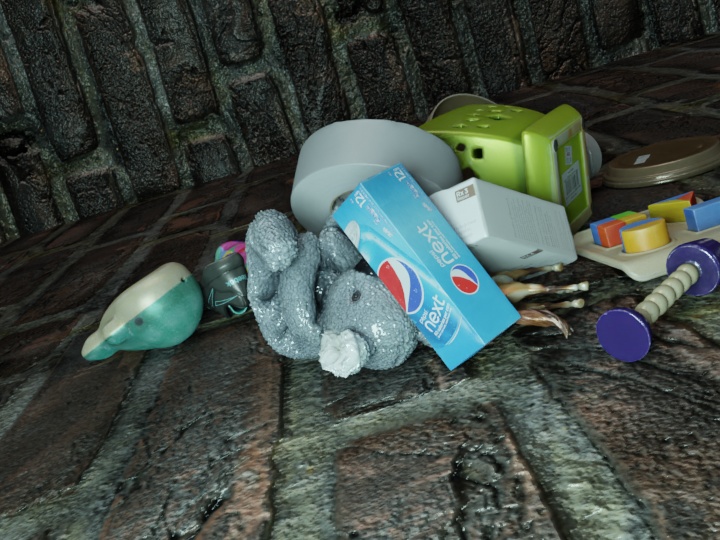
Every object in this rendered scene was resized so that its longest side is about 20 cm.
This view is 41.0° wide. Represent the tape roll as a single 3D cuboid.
[{"bbox_3d":[0.020,-0.094,1.143,0.200,0.200,0.066,-9,57,27],"label":"tape roll"}]

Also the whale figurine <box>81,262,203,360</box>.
[{"bbox_3d":[-0.302,0.076,1.350,0.200,0.104,0.159,-37,5,26],"label":"whale figurine"}]

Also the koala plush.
[{"bbox_3d":[-0.009,0.042,1.032,0.177,0.184,0.200,-12,30,-37],"label":"koala plush"}]

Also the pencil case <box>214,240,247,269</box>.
[{"bbox_3d":[-0.160,-0.002,1.465,0.088,0.088,0.200,-23,13,-24],"label":"pencil case"}]

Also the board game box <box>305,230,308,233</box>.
[{"bbox_3d":[0.000,0.000,1.222,0.200,0.035,0.126,8,30,20],"label":"board game box"}]

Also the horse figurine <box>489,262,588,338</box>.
[{"bbox_3d":[0.169,0.028,1.037,0.132,0.050,0.200,-9,11,1],"label":"horse figurine"}]

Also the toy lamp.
[{"bbox_3d":[0.294,0.021,0.911,0.058,0.058,0.200,-3,22,44],"label":"toy lamp"}]

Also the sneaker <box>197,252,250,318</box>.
[{"bbox_3d":[-0.205,0.038,1.401,0.075,0.079,0.200,-28,-3,-22],"label":"sneaker"}]

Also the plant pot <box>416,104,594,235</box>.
[{"bbox_3d":[0.198,-0.116,1.280,0.181,0.199,0.200,0,19,30],"label":"plant pot"}]

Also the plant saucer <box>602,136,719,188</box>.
[{"bbox_3d":[0.476,-0.172,1.508,0.200,0.029,0.200,-16,15,4],"label":"plant saucer"}]

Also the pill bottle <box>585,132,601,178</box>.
[{"bbox_3d":[0.279,-0.150,1.470,0.200,0.112,0.112,-25,16,-36],"label":"pill bottle"}]

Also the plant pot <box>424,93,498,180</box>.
[{"bbox_3d":[0.168,-0.168,1.575,0.200,0.200,0.134,-27,-11,-38],"label":"plant pot"}]

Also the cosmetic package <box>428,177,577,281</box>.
[{"bbox_3d":[0.148,-0.039,1.077,0.102,0.074,0.200,-24,-19,37],"label":"cosmetic package"}]

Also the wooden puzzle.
[{"bbox_3d":[0.361,-0.052,1.133,0.185,0.046,0.200,-17,14,-4],"label":"wooden puzzle"}]

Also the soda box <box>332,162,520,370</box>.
[{"bbox_3d":[0.065,-0.005,0.964,0.068,0.200,0.064,-30,-11,-42],"label":"soda box"}]
